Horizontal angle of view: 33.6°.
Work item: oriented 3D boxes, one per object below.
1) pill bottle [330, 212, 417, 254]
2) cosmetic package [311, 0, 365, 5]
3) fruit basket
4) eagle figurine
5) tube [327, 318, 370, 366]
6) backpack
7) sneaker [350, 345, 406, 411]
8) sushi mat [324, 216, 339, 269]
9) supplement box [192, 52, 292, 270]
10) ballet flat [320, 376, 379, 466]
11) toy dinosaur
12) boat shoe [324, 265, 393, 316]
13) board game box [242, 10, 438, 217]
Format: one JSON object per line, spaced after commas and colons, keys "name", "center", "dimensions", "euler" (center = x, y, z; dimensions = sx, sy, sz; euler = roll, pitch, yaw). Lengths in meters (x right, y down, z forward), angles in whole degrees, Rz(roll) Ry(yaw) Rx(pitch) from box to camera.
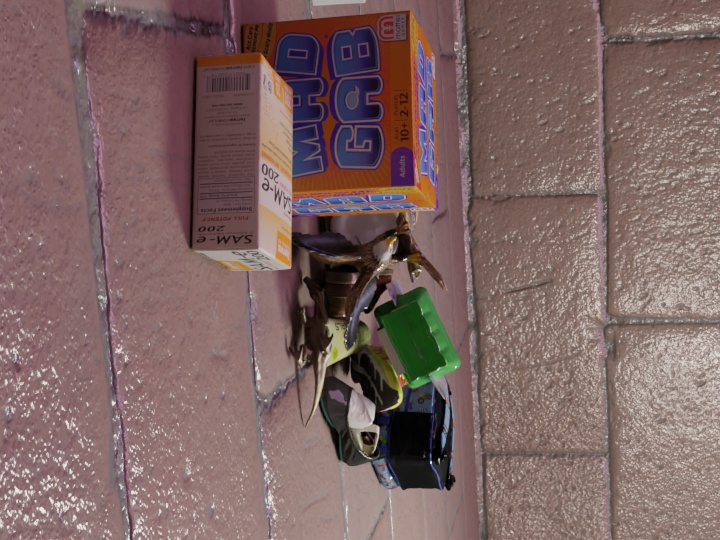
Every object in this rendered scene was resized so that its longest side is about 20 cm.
{"name": "pill bottle", "center": [0.026, -0.082, 1.791], "dimensions": [0.200, 0.115, 0.117], "euler": [-57, 144, -72]}
{"name": "cosmetic package", "center": [-0.044, -0.472, 1.642], "dimensions": [0.200, 0.084, 0.108], "euler": [71, 21, -58]}
{"name": "fruit basket", "center": [0.082, 0.102, 1.792], "dimensions": [0.200, 0.093, 0.186], "euler": [4, 60, -89]}
{"name": "eagle figurine", "center": [0.001, -0.005, 1.587], "dimensions": [0.199, 0.151, 0.152], "euler": [-31, 140, -32]}
{"name": "tube", "center": [-0.033, 0.100, 1.708], "dimensions": [0.058, 0.052, 0.200], "euler": [45, 10, 12]}
{"name": "backpack", "center": [0.099, 0.274, 2.120], "dimensions": [0.183, 0.133, 0.201], "euler": [68, 24, -60]}
{"name": "sneaker", "center": [0.043, 0.154, 1.816], "dimensions": [0.200, 0.089, 0.079], "euler": [-127, -144, -69]}
{"name": "sushi mat", "center": [-0.040, -0.057, 1.779], "dimensions": [0.096, 0.012, 0.202], "euler": [-58, 145, -69]}
{"name": "supplement box", "center": [-0.118, -0.108, 1.229], "dimensions": [0.126, 0.073, 0.202], "euler": [35, 54, -76]}
{"name": "ballet flat", "center": [-0.008, 0.219, 1.751], "dimensions": [0.201, 0.068, 0.068], "euler": [74, 20, -50]}
{"name": "toy dinosaur", "center": [-0.054, 0.103, 1.564], "dimensions": [0.101, 0.058, 0.202], "euler": [43, 46, -76]}
{"name": "boat shoe", "center": [-0.007, 0.029, 1.755], "dimensions": [0.200, 0.071, 0.069], "euler": [-9, 102, -67]}
{"name": "board game box", "center": [-0.018, -0.178, 1.428], "dimensions": [0.200, 0.198, 0.202], "euler": [23, 65, -78]}
